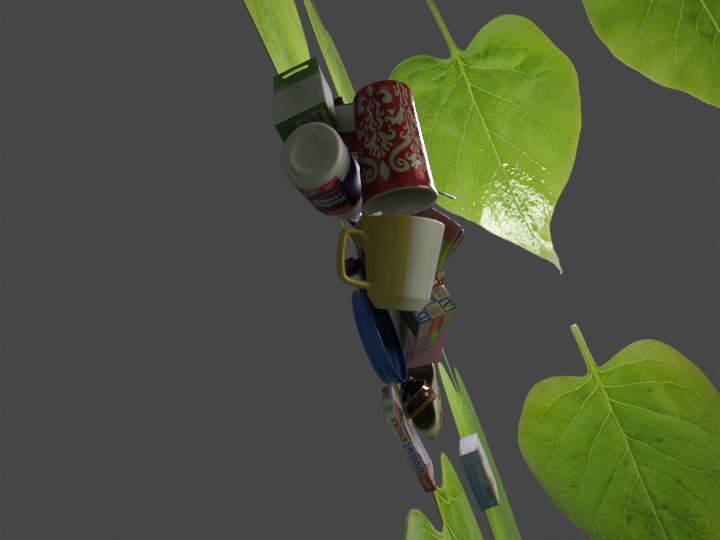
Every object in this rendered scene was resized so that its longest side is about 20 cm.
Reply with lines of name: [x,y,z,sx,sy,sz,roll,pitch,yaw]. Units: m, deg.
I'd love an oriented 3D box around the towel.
towel: [0.088,-0.068,1.068,0.198,0.145,0.023,34,-3,20]

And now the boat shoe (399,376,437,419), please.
boat shoe: [0.103,0.243,1.067,0.071,0.070,0.200,53,-8,14]

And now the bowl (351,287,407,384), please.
bowl: [0.036,0.123,1.056,0.200,0.039,0.205,-23,91,-80]

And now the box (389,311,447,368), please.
box: [0.110,0.077,1.199,0.178,0.094,0.203,91,-13,-50]

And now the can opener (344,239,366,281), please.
can opener: [0.000,0.000,1.091,0.200,0.065,0.054,64,2,-68]

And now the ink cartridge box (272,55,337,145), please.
ink cartridge box: [-0.107,-0.318,1.030,0.202,0.102,0.060,-102,165,-47]

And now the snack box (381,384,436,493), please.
snack box: [0.087,0.306,0.988,0.072,0.024,0.203,-94,160,-64]

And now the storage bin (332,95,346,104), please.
storage bin: [-0.043,-0.324,1.418,0.135,0.092,0.204,29,41,-74]

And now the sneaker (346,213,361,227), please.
sneaker: [-0.028,-0.198,1.280,0.076,0.075,0.204,6,65,-80]

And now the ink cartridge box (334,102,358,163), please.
ink cartridge box: [-0.027,-0.230,1.110,0.201,0.142,0.084,55,41,-51]

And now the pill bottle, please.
pill bottle: [-0.054,-0.163,0.968,0.200,0.109,0.114,42,28,-67]

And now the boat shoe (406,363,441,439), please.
boat shoe: [0.142,0.282,1.223,0.202,0.072,0.067,-84,155,-49]

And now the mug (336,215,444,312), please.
mug: [0.054,-0.009,0.978,0.149,0.181,0.158,43,51,-83]

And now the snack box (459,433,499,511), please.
snack box: [0.367,0.619,1.701,0.200,0.066,0.172,12,56,-80]

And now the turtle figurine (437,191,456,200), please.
turtle figurine: [0.089,-0.165,1.349,0.195,0.196,0.146,54,-36,32]

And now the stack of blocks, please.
stack of blocks: [0.113,0.021,1.087,0.202,0.113,0.059,59,-18,31]

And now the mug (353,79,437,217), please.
mug: [0.051,-0.202,0.965,0.178,0.130,0.205,90,-8,-76]
